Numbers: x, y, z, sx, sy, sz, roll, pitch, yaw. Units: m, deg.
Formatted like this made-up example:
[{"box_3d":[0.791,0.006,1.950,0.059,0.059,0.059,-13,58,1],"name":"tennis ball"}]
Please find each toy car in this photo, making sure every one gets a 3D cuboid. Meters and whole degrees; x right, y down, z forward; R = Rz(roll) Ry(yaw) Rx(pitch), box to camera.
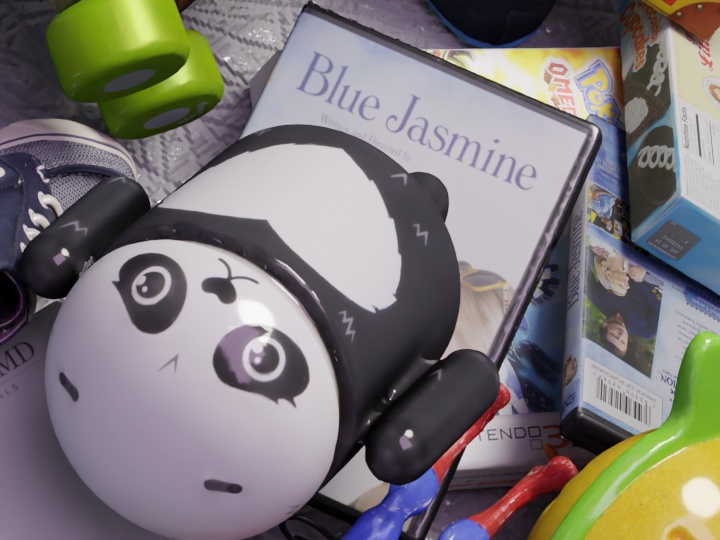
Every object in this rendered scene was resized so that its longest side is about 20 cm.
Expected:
[{"box_3d":[-0.047,-0.172,1.176,0.199,0.158,0.165,-21,80,4],"name":"toy car"}]

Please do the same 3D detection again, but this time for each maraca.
[{"box_3d":[0.128,0.110,1.101,0.137,0.107,0.201,29,91,-43],"name":"maraca"}]

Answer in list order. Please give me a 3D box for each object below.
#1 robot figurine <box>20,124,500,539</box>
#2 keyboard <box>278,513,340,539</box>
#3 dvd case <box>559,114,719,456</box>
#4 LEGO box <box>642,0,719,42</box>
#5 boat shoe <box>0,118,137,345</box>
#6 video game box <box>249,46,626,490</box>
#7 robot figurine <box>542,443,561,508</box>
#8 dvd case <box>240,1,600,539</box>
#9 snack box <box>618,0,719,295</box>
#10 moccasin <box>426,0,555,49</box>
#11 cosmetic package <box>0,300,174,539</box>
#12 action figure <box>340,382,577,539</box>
[{"box_3d":[-0.037,0.018,1.087,0.200,0.150,0.125,-44,117,-52],"name":"robot figurine"},{"box_3d":[0.018,0.164,1.138,0.199,0.040,0.105,16,65,-16],"name":"keyboard"},{"box_3d":[0.151,0.029,1.231,0.142,0.018,0.201,29,38,-17],"name":"dvd case"},{"box_3d":[0.102,-0.218,1.290,0.199,0.077,0.149,31,35,-17],"name":"LEGO box"},{"box_3d":[-0.146,-0.005,1.139,0.093,0.075,0.199,32,31,34],"name":"boat shoe"},{"box_3d":[0.054,-0.002,1.277,0.181,0.047,0.201,-2,72,-26],"name":"video game box"},{"box_3d":[0.152,0.151,1.223,0.199,0.144,0.117,27,20,-12],"name":"robot figurine"},{"box_3d":[0.000,0.000,1.205,0.142,0.018,0.201,23,74,7],"name":"dvd case"},{"box_3d":[0.174,-0.061,1.297,0.116,0.037,0.201,30,36,-21],"name":"snack box"},{"box_3d":[0.023,-0.195,1.319,0.200,0.068,0.081,42,61,-3],"name":"moccasin"},{"box_3d":[-0.114,0.127,1.146,0.101,0.071,0.200,-33,86,-28],"name":"cosmetic package"},{"box_3d":[0.008,0.115,1.079,0.065,0.099,0.200,47,64,2],"name":"action figure"}]
